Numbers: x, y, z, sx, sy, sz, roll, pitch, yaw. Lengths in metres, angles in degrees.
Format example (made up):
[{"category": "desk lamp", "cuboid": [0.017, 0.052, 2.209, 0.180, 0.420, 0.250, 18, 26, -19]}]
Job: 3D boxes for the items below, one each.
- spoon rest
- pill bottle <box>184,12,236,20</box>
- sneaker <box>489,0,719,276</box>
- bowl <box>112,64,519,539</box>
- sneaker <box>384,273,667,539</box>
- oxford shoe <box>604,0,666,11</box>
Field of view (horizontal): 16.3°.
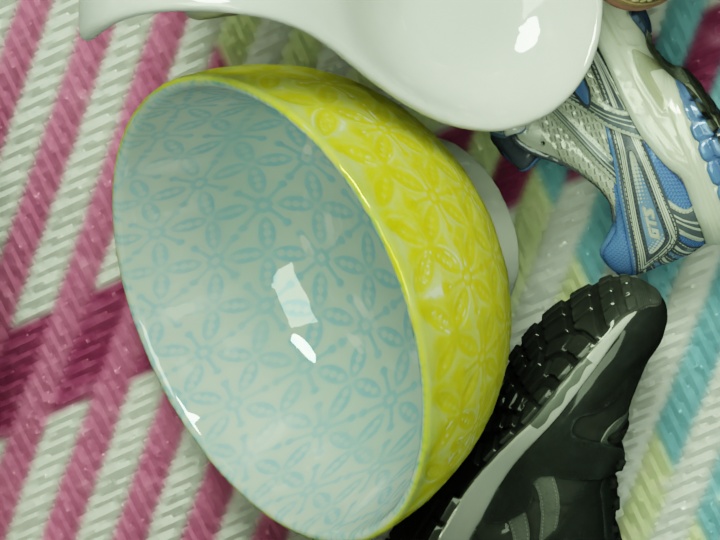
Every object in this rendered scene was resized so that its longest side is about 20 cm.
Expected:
[{"category": "spoon rest", "cuboid": [-0.002, -0.102, 0.938, 0.200, 0.061, 0.099, 0, 88, -16]}, {"category": "pill bottle", "cuboid": [-0.036, -0.209, 1.016, 0.114, 0.114, 0.200, -11, 95, 8]}, {"category": "sneaker", "cuboid": [0.081, -0.083, 1.036, 0.085, 0.077, 0.200, -33, 91, 13]}, {"category": "bowl", "cuboid": [0.000, 0.000, 1.026, 0.108, 0.200, 0.200, -24, 94, -34]}, {"category": "sneaker", "cuboid": [0.083, 0.094, 1.062, 0.088, 0.076, 0.200, 31, 109, -12]}, {"category": "oxford shoe", "cuboid": [0.159, -0.184, 0.983, 0.071, 0.074, 0.200, 42, 78, -8]}]
